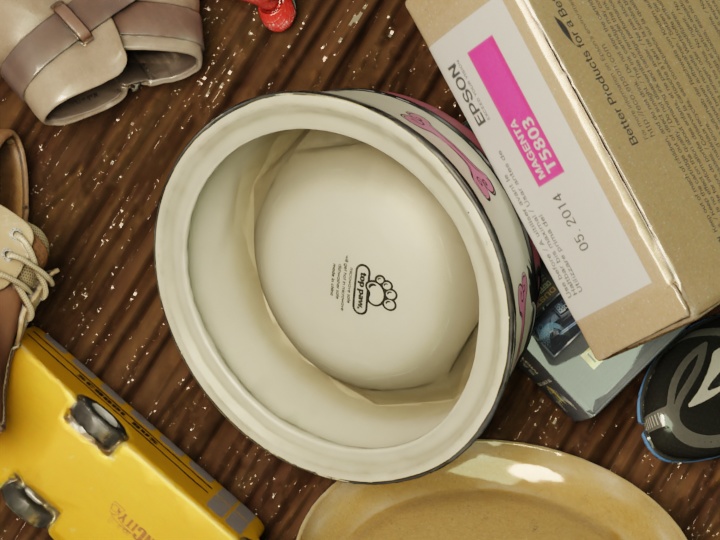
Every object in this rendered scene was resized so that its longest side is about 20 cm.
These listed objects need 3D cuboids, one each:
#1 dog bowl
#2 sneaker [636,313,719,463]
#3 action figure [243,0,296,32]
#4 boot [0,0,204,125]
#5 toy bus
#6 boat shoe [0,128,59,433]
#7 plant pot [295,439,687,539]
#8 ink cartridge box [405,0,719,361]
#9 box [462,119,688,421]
[{"bbox_3d":[0.000,0.000,1.046,0.200,0.074,0.200,12,114,27],"label":"dog bowl"},{"bbox_3d":[0.235,0.043,1.097,0.199,0.083,0.071,-19,86,-5],"label":"sneaker"},{"bbox_3d":[-0.063,-0.217,1.084,0.065,0.200,0.099,2,44,27],"label":"action figure"},{"bbox_3d":[-0.181,-0.140,1.084,0.200,0.070,0.146,-19,73,-15],"label":"boot"},{"bbox_3d":[-0.114,0.118,1.065,0.200,0.078,0.065,41,96,1],"label":"toy bus"},{"bbox_3d":[-0.187,-0.002,1.034,0.072,0.076,0.200,-18,49,3],"label":"boat shoe"},{"bbox_3d":[0.066,0.155,1.043,0.200,0.200,0.028,0,125,-4],"label":"plant pot"},{"bbox_3d":[0.138,-0.079,1.021,0.165,0.075,0.200,-24,85,-39],"label":"ink cartridge box"},{"bbox_3d":[0.133,-0.044,1.115,0.200,0.051,0.158,-44,88,-7],"label":"box"}]
